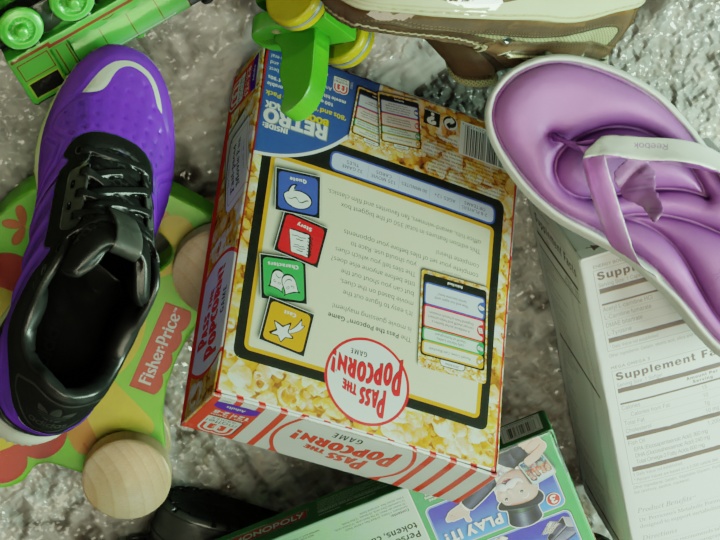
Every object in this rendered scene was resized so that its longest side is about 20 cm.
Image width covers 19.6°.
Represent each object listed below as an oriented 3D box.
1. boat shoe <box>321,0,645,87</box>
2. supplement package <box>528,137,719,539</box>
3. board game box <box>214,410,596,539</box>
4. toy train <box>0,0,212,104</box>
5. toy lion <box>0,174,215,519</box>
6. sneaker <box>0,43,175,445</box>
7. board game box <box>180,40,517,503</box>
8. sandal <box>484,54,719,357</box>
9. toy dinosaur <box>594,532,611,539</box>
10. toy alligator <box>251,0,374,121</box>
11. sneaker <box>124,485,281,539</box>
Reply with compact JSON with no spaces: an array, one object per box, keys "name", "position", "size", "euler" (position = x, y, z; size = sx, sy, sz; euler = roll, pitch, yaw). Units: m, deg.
[{"name":"boat shoe","position":[0.062,-0.123,1.032],"size":[0.202,0.075,0.075],"euler":[-5,127,-36]},{"name":"supplement package","position":[0.171,0.047,1.136],"size":[0.109,0.114,0.200],"euler":[-15,115,-5]},{"name":"board game box","position":[0.031,0.173,1.128],"size":[0.200,0.029,0.135],"euler":[-22,111,4]},{"name":"toy train","position":[-0.154,-0.118,1.033],"size":[0.200,0.042,0.056],"euler":[-29,126,0]},{"name":"toy lion","position":[-0.170,0.031,1.086],"size":[0.192,0.069,0.200],"euler":[22,106,-13]},{"name":"sneaker","position":[-0.120,-0.017,0.979],"size":[0.070,0.100,0.200],"euler":[18,74,-20]},{"name":"board game box","position":[0.000,0.000,1.040],"size":[0.151,0.200,0.046],"euler":[18,149,-19]},{"name":"sandal","position":[0.150,-0.033,1.020],"size":[0.203,0.050,0.082],"euler":[40,88,-6]},{"name":"toy dinosaur","position":[0.106,0.174,1.178],"size":[0.200,0.077,0.102],"euler":[27,133,-3]},{"name":"toy alligator","position":[-0.011,-0.171,1.034],"size":[0.059,0.054,0.200],"euler":[29,80,-55]},{"name":"sneaker","position":[-0.068,0.187,1.174],"size":[0.200,0.060,0.104],"euler":[20,106,-15]}]
